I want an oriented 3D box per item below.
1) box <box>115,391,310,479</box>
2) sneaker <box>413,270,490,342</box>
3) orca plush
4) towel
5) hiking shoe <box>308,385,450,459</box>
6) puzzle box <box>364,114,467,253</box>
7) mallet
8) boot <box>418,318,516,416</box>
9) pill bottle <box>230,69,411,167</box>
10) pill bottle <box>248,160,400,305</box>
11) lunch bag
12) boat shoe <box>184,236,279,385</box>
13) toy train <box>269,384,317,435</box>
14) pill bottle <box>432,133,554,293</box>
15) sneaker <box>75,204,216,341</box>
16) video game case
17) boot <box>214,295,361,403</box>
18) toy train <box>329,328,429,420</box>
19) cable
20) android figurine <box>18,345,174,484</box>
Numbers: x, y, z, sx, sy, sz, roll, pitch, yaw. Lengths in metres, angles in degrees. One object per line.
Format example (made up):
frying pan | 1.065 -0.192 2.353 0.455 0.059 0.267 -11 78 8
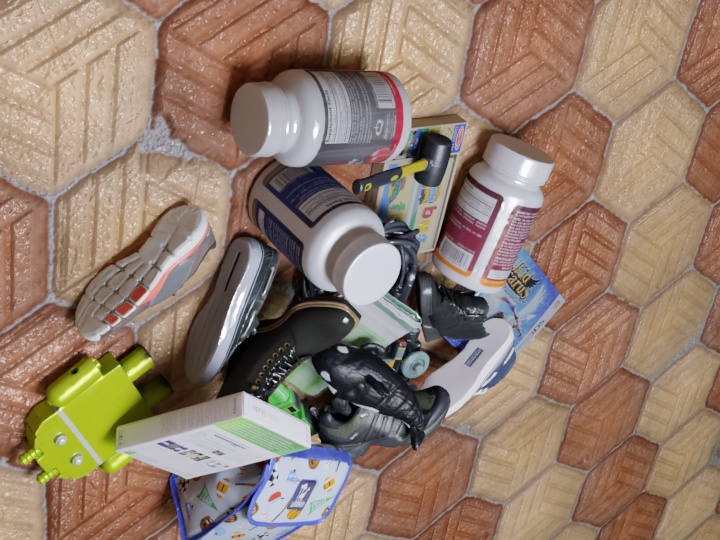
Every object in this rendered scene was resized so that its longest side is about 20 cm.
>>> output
box | -0.181 0.206 1.429 0.198 0.037 0.144 -16 149 27
sneaker | 0.133 0.049 1.642 0.103 0.061 0.200 -12 150 0
orca plush | 0.021 0.171 1.551 0.105 0.071 0.201 -40 108 -4
towel | -0.029 0.097 1.575 0.199 0.031 0.149 -36 138 18
hiking shoe | 0.030 0.196 1.626 0.198 0.076 0.101 -21 124 -5
puzzle box | 0.067 -0.109 1.563 0.132 0.025 0.202 -12 127 -36
mallet | 0.054 -0.132 1.444 0.199 0.041 0.066 -16 130 -57
boot | 0.166 0.169 1.752 0.200 0.073 0.091 -42 142 -16
pill bottle | -0.047 -0.177 1.346 0.198 0.111 0.112 -7 124 -38
pill bottle | -0.041 -0.046 1.382 0.110 0.200 0.112 -22 133 -26
lunch bag | -0.130 0.295 1.573 0.199 0.125 0.169 -36 149 29
boat shoe | -0.155 0.057 1.456 0.070 0.072 0.202 15 107 -42
toy train | -0.117 0.180 1.597 0.056 0.042 0.200 -22 140 12
pill bottle | 0.187 -0.081 1.623 0.113 0.114 0.202 4 118 -43
sneaker | -0.240 0.017 1.353 0.200 0.077 0.082 -43 145 -7
video game case | 0.216 0.062 1.809 0.182 0.045 0.200 -49 139 -1
boot | -0.093 0.118 1.436 0.199 0.139 0.077 -26 121 36
toy train | 0.023 0.166 1.695 0.113 0.085 0.202 4 117 -32
cable | 0.000 0.000 1.542 0.161 0.051 0.201 -1 139 -20
android figurine | -0.327 0.182 1.426 0.199 0.041 0.183 -37 138 -16
